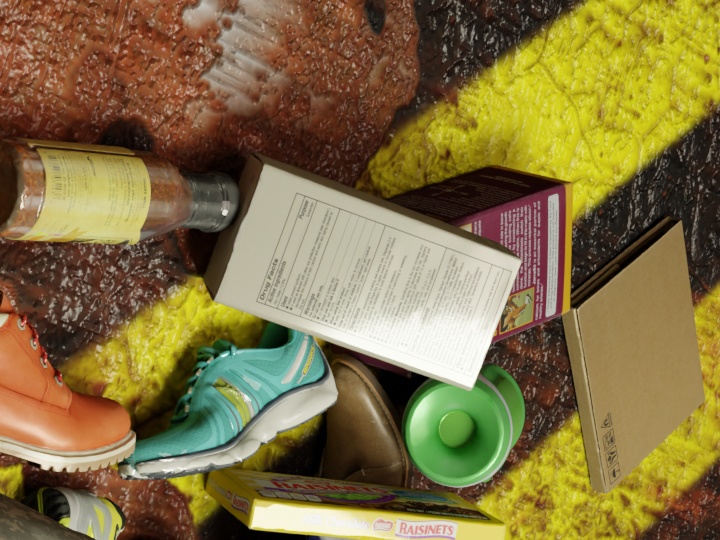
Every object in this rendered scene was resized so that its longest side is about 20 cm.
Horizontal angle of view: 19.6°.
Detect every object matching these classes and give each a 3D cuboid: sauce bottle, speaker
[{"bbox_3d":[-0.160,-0.048,1.346,0.199,0.066,0.067,4,99,-47],"label":"sauce bottle"},{"bbox_3d":[0.080,0.114,1.589,0.200,0.088,0.089,-6,111,-82],"label":"speaker"}]

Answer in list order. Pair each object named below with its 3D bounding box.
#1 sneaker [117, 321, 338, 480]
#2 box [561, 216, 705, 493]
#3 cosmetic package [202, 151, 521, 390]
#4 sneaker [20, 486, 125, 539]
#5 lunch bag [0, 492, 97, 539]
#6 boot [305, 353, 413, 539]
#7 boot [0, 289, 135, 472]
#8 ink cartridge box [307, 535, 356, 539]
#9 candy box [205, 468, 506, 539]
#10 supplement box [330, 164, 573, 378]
[{"bbox_3d":[-0.101,0.092,1.469,0.199,0.077,0.080,-31,104,-44],"label":"sneaker"},{"bbox_3d":[0.249,0.076,1.878,0.163,0.021,0.202,-37,127,-35],"label":"box"},{"bbox_3d":[0.000,0.000,1.454,0.198,0.071,0.106,21,96,-14],"label":"cosmetic package"},{"bbox_3d":[-0.196,0.245,1.394,0.076,0.075,0.202,3,101,-48],"label":"sneaker"},{"bbox_3d":[-0.242,0.185,1.227,0.163,0.199,0.119,23,85,-50],"label":"lunch bag"},{"bbox_3d":[-0.006,0.160,1.588,0.075,0.073,0.202,-26,124,-29],"label":"boot"},{"bbox_3d":[-0.214,0.070,1.321,0.199,0.075,0.108,13,88,-48],"label":"boot"},{"bbox_3d":[-0.039,0.273,1.552,0.199,0.043,0.197,5,122,-49],"label":"ink cartridge box"},{"bbox_3d":[-0.004,0.173,1.507,0.198,0.102,0.027,9,93,-23],"label":"candy box"},{"bbox_3d":[0.071,-0.003,1.604,0.199,0.085,0.112,-19,115,-44],"label":"supplement box"}]
